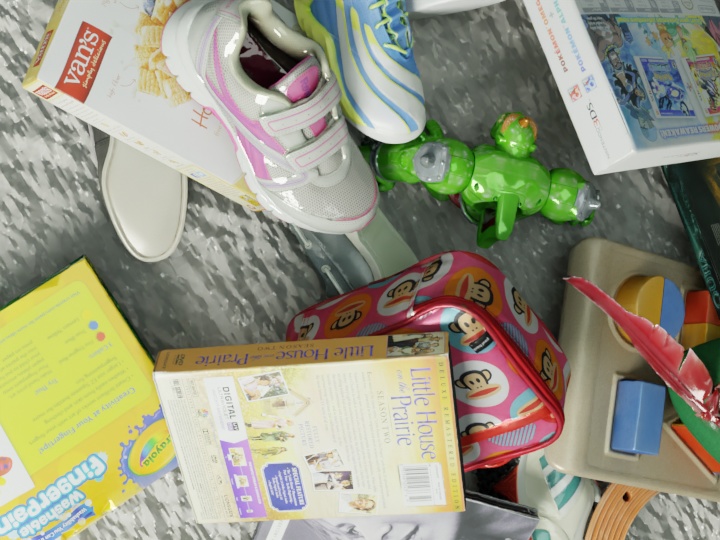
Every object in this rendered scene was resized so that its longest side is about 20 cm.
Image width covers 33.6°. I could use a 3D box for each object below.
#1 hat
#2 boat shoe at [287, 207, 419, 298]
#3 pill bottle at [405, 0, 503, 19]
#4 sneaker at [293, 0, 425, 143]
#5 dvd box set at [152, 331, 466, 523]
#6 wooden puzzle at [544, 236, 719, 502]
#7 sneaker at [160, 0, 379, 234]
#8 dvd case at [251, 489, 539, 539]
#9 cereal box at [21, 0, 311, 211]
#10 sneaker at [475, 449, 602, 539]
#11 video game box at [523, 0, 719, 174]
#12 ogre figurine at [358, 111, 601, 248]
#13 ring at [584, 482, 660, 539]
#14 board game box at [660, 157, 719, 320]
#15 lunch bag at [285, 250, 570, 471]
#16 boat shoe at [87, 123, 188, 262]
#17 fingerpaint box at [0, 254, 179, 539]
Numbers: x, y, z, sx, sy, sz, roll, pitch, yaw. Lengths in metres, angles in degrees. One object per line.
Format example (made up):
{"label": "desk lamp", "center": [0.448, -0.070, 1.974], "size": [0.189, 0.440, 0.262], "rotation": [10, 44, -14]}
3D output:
{"label": "hat", "center": [0.241, 0.101, 0.902], "size": [0.174, 0.166, 0.202], "rotation": [-3, 89, 7]}
{"label": "boat shoe", "center": [0.000, 0.000, 0.935], "size": [0.061, 0.073, 0.201], "rotation": [-19, 108, 33]}
{"label": "pill bottle", "center": [0.057, -0.298, 0.890], "size": [0.115, 0.116, 0.202], "rotation": [-11, 95, -11]}
{"label": "sneaker", "center": [0.000, -0.193, 0.852], "size": [0.075, 0.105, 0.201], "rotation": [-22, 78, -26]}
{"label": "dvd box set", "center": [-0.030, 0.111, 0.822], "size": [0.198, 0.030, 0.147], "rotation": [-5, 126, 8]}
{"label": "wooden puzzle", "center": [0.250, 0.082, 0.955], "size": [0.198, 0.046, 0.187], "rotation": [13, 80, -24]}
{"label": "sneaker", "center": [-0.051, -0.106, 0.822], "size": [0.200, 0.088, 0.082], "rotation": [49, 63, -19]}
{"label": "dvd case", "center": [0.018, 0.214, 0.921], "size": [0.198, 0.016, 0.150], "rotation": [17, 123, -10]}
{"label": "cereal box", "center": [-0.124, -0.150, 0.856], "size": [0.199, 0.039, 0.145], "rotation": [27, 74, -31]}
{"label": "sneaker", "center": [0.147, 0.158, 0.969], "size": [0.093, 0.070, 0.202], "rotation": [-3, 90, -32]}
{"label": "video game box", "center": [0.212, -0.169, 0.894], "size": [0.199, 0.047, 0.184], "rotation": [-10, 74, -43]}
{"label": "ogre figurine", "center": [0.102, -0.066, 0.911], "size": [0.199, 0.120, 0.099], "rotation": [32, 87, -12]}
{"label": "ring", "center": [0.264, 0.242, 0.996], "size": [0.198, 0.019, 0.203], "rotation": [-1, 93, -24]}
{"label": "board game box", "center": [0.319, -0.074, 0.970], "size": [0.134, 0.028, 0.202], "rotation": [-15, 78, -11]}
{"label": "lunch bag", "center": [0.050, 0.088, 0.880], "size": [0.199, 0.082, 0.176], "rotation": [-24, 121, 32]}
{"label": "boat shoe", "center": [-0.171, -0.109, 0.892], "size": [0.066, 0.057, 0.202], "rotation": [-13, 101, -7]}
{"label": "fingerpaint box", "center": [-0.241, 0.112, 0.874], "size": [0.199, 0.073, 0.168], "rotation": [-34, 99, -8]}
